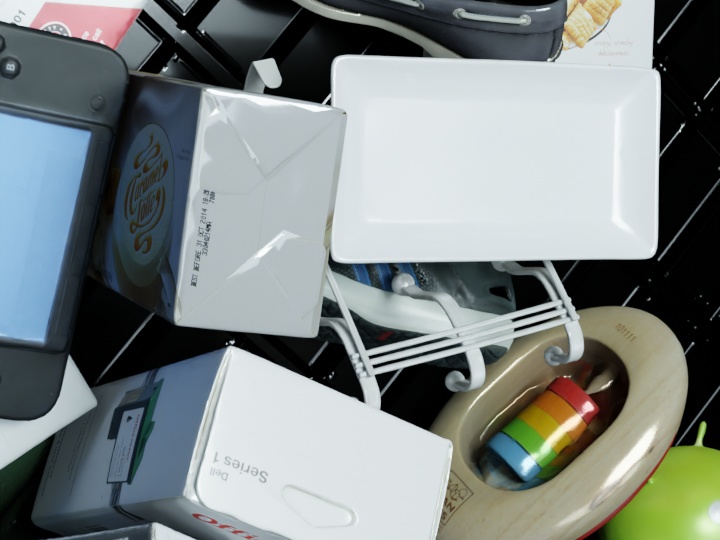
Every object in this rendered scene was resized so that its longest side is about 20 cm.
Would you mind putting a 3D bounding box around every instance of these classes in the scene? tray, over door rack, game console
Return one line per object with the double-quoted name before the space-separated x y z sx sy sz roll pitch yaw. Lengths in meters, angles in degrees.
"tray" 0.072 -0.059 0.988 0.199 0.022 0.108 -1 92 -24
"over door rack" 0.026 -0.026 1.020 0.147 0.067 0.201 -13 79 -27
"game console" -0.196 -0.018 0.864 0.170 0.118 0.201 10 100 -25

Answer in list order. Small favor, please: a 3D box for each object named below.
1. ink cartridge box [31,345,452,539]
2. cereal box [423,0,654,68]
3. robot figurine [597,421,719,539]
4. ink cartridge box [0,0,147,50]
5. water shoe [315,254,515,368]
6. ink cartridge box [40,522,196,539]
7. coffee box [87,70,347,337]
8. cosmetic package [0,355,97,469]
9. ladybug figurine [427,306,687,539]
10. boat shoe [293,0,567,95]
"ink cartridge box" -0.066 0.115 0.978 0.146 0.200 0.085 25 67 -26
"cereal box" 0.108 -0.137 1.108 0.143 0.040 0.201 -4 102 -21
"robot figurine" 0.216 0.204 1.177 0.175 0.115 0.201 -27 110 -46
"ink cartridge box" -0.202 -0.190 0.934 0.200 0.084 0.145 35 85 -25
"water shoe" 0.000 0.000 1.082 0.199 0.071 0.079 18 64 -24
"ink cartridge box" -0.133 0.188 0.964 0.200 0.197 0.044 41 43 -53
"coffee box" -0.088 -0.042 0.948 0.079 0.200 0.115 6 98 -26
"cosmetic package" -0.253 0.078 0.966 0.200 0.071 0.102 -33 110 -15
"ladybug figurine" 0.117 0.108 1.115 0.200 0.136 0.072 -39 137 -6
"boat shoe" 0.024 -0.169 1.009 0.199 0.063 0.073 27 48 5
